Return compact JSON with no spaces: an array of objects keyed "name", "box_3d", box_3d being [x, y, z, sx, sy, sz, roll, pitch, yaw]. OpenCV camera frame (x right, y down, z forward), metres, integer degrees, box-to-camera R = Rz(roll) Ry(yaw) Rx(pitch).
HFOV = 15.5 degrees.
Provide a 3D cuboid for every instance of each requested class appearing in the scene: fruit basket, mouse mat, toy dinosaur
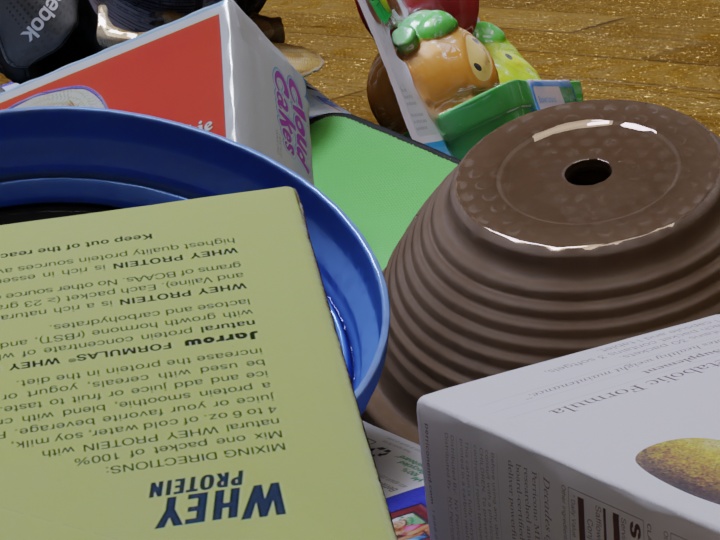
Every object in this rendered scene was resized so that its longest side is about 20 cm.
[{"name":"fruit basket","box_3d":[0.045,-0.110,1.283,0.093,0.201,0.185,-19,-4,20]},{"name":"mouse mat","box_3d":[0.000,0.000,1.086,0.161,0.008,0.200,-36,43,-29]},{"name":"toy dinosaur","box_3d":[-0.065,-0.086,1.160,0.101,0.058,0.200,-1,25,-4]}]

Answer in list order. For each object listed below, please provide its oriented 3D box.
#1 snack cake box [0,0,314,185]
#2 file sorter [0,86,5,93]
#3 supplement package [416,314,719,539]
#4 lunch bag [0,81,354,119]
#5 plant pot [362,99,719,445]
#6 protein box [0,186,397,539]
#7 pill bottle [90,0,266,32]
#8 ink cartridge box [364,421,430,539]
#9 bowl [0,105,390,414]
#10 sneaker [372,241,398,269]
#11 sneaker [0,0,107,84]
[{"name":"snack cake box","box_3d":[-0.119,-0.016,1.073,0.199,0.067,0.115,-19,54,22]},{"name":"file sorter","box_3d":[-0.279,-0.053,1.207,0.200,0.125,0.139,-48,23,-4]},{"name":"supplement package","box_3d":[0.115,0.092,0.697,0.113,0.110,0.200,-14,17,-27]},{"name":"lunch bag","box_3d":[-0.116,-0.034,1.263,0.199,0.124,0.170,-4,15,-18]},{"name":"plant pot","box_3d":[0.090,0.001,0.973,0.200,0.093,0.201,-7,35,5]},{"name":"protein box","box_3d":[-0.093,0.096,0.638,0.198,0.135,0.200,-8,30,-6]},{"name":"pill bottle","box_3d":[-0.088,-0.167,1.263,0.106,0.107,0.200,-8,-10,-7]},{"name":"ink cartridge box","box_3d":[-0.039,0.108,0.844,0.199,0.047,0.197,-17,18,-26]},{"name":"bowl","box_3d":[-0.091,0.018,0.892,0.200,0.039,0.201,7,37,-6]},{"name":"sneaker","box_3d":[-0.008,0.028,1.120,0.199,0.075,0.100,1,39,17]},{"name":"sneaker","box_3d":[-0.168,-0.134,1.174,0.090,0.067,0.200,29,-8,33]}]
